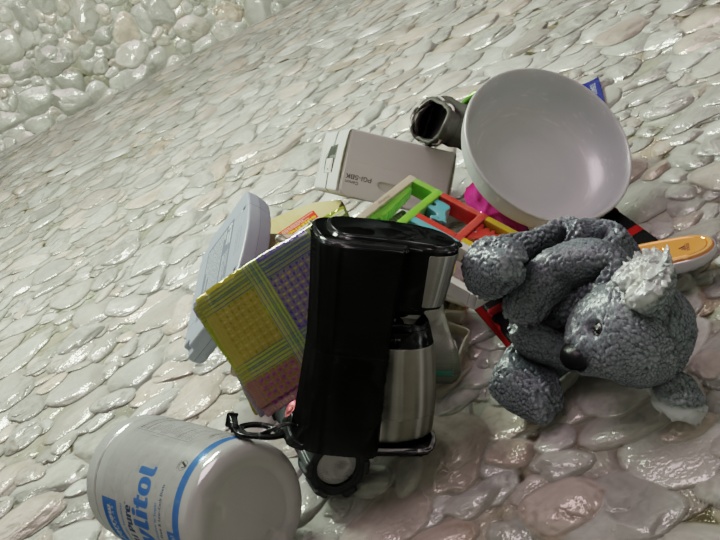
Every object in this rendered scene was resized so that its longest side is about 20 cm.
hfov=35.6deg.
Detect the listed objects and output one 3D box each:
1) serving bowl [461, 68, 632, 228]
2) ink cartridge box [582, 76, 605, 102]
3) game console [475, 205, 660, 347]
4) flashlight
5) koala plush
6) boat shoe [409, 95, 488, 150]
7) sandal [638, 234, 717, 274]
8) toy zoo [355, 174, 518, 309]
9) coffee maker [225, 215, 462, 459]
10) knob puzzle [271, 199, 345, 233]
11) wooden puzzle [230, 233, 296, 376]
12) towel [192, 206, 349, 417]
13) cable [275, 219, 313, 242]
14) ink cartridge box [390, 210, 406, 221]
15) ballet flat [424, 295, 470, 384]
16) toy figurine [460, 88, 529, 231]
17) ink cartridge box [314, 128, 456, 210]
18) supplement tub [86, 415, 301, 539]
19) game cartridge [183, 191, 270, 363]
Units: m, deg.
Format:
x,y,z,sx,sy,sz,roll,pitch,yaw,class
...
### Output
x,y,z,sx,sy,sz,roll,pitch,yaw,class
0.200,-0.127,1.262,0.200,0.200,0.066,-43,-8,-29,serving bowl
0.247,-0.215,1.590,0.198,0.041,0.200,-21,26,17,ink cartridge box
0.222,0.008,1.207,0.199,0.031,0.177,-30,29,-2,game console
-0.050,0.158,1.148,0.067,0.068,0.200,-31,25,-5,flashlight
0.218,0.041,0.978,0.182,0.179,0.200,-22,18,-18,koala plush
0.093,-0.184,1.372,0.067,0.057,0.200,-71,22,7,boat shoe
0.248,-0.020,1.125,0.205,0.060,0.079,-15,20,16,sandal
0.100,-0.028,1.223,0.199,0.021,0.131,30,43,20,toy zoo
-0.011,0.058,1.020,0.191,0.202,0.134,-3,14,-30,coffee maker
-0.099,-0.024,1.438,0.218,0.031,0.220,-27,24,13,knob puzzle
-0.049,0.032,1.278,0.198,0.046,0.187,-2,60,18,wooden puzzle
-0.063,0.043,1.140,0.199,0.144,0.023,-33,-3,12,towel
0.000,0.000,1.219,0.097,0.051,0.200,-7,35,-44,cable
-0.004,0.016,1.372,0.199,0.068,0.117,-30,23,-3,ink cartridge box
0.087,0.059,1.221,0.063,0.068,0.201,4,30,3,ballet flat
0.199,-0.104,1.354,0.198,0.151,0.185,13,51,-1,toy figurine
0.029,-0.128,1.462,0.145,0.084,0.200,12,3,-12,ink cartridge box
-0.162,0.215,1.080,0.199,0.133,0.132,1,37,48,supplement tub
-0.154,0.001,1.328,0.134,0.040,0.201,-53,22,34,game cartridge
